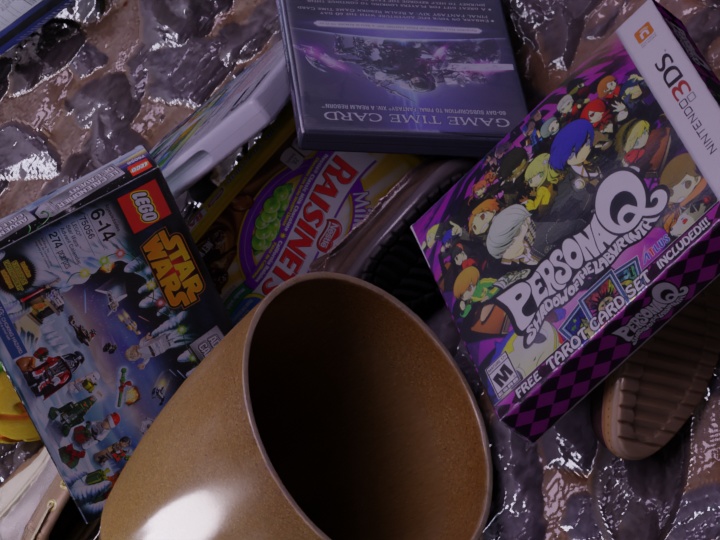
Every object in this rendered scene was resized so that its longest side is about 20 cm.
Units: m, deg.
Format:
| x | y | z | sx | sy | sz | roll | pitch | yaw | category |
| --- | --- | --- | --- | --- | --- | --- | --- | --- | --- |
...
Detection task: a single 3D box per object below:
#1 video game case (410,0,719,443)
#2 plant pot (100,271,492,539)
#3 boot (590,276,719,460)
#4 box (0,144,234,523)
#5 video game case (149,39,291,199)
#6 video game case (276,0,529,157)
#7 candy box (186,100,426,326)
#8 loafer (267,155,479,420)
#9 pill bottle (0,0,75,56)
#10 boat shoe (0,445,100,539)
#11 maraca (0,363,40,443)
| x | y | z | sx | sy | sz | roll | pitch | yaw | category |
| --- | --- | --- | --- | --- | --- | --- | --- | --- | --- |
| 0.130 | -0.030 | 1.466 | 0.200 | 0.036 | 0.181 | -43 | 38 | 18 | video game case |
| -0.058 | 0.127 | 1.540 | 0.200 | 0.186 | 0.187 | -33 | 49 | 38 | plant pot |
| 0.132 | 0.014 | 1.524 | 0.166 | 0.072 | 0.200 | -4 | 66 | 51 | boot |
| -0.149 | 0.041 | 1.597 | 0.137 | 0.200 | 0.040 | -29 | 31 | -8 | box |
| -0.094 | -0.088 | 1.679 | 0.182 | 0.022 | 0.200 | -37 | 10 | 28 | video game case |
| 0.023 | -0.142 | 1.623 | 0.200 | 0.143 | 0.019 | -99 | 15 | -45 | video game case |
| -0.053 | -0.018 | 1.649 | 0.200 | 0.102 | 0.026 | -49 | 26 | 7 | candy box |
| 0.000 | 0.000 | 1.611 | 0.200 | 0.073 | 0.071 | -48 | 45 | 12 | loafer |
| -0.254 | -0.230 | 1.917 | 0.200 | 0.112 | 0.112 | -33 | 50 | 20 | pill bottle |
| -0.167 | 0.125 | 1.692 | 0.066 | 0.074 | 0.200 | 41 | 94 | 25 | boat shoe |
| -0.206 | 0.046 | 1.709 | 0.107 | 0.137 | 0.200 | 54 | 138 | 2 | maraca |
